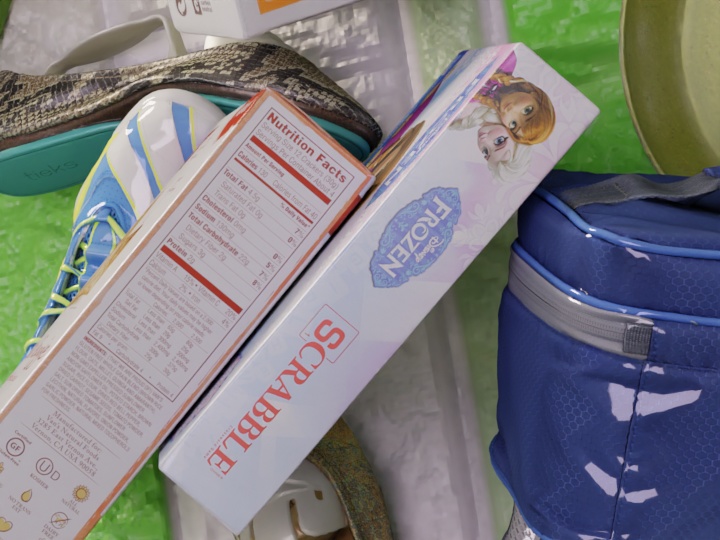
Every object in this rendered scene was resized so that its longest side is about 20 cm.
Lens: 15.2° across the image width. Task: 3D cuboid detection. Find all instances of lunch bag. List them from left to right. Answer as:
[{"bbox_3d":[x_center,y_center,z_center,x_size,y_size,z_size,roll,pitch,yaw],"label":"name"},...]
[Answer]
[{"bbox_3d":[0.153,0.027,0.974,0.200,0.136,0.133,4,105,-12],"label":"lunch bag"}]

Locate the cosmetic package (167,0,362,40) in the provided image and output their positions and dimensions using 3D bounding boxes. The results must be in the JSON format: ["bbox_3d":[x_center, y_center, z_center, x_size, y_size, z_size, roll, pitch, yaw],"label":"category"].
[{"bbox_3d":[-0.043,-0.204,1.099,0.071,0.101,0.200,15,123,60],"label":"cosmetic package"}]

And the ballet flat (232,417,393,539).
[{"bbox_3d":[-0.018,0.135,1.123,0.071,0.071,0.200,-23,76,20],"label":"ballet flat"}]

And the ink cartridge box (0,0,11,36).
[{"bbox_3d":[-0.268,-0.133,1.252,0.200,0.076,0.148,18,93,25],"label":"ink cartridge box"}]

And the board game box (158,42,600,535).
[{"bbox_3d":[0.000,0.000,1.040,0.041,0.200,0.200,40,90,-5],"label":"board game box"}]

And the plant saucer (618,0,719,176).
[{"bbox_3d":[0.202,-0.095,1.068,0.200,0.031,0.200,-2,86,24],"label":"plant saucer"}]

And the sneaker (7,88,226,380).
[{"bbox_3d":[-0.102,0.026,1.126,0.076,0.105,0.200,19,114,3],"label":"sneaker"}]

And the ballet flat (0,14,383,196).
[{"bbox_3d":[-0.082,-0.080,1.177,0.200,0.068,0.075,-5,62,25],"label":"ballet flat"}]

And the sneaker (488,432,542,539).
[{"bbox_3d":[0.086,0.149,1.080,0.085,0.077,0.200,-7,73,27],"label":"sneaker"}]

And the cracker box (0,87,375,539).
[{"bbox_3d":[-0.086,0.027,1.031,0.058,0.134,0.200,40,81,-6],"label":"cracker box"}]
